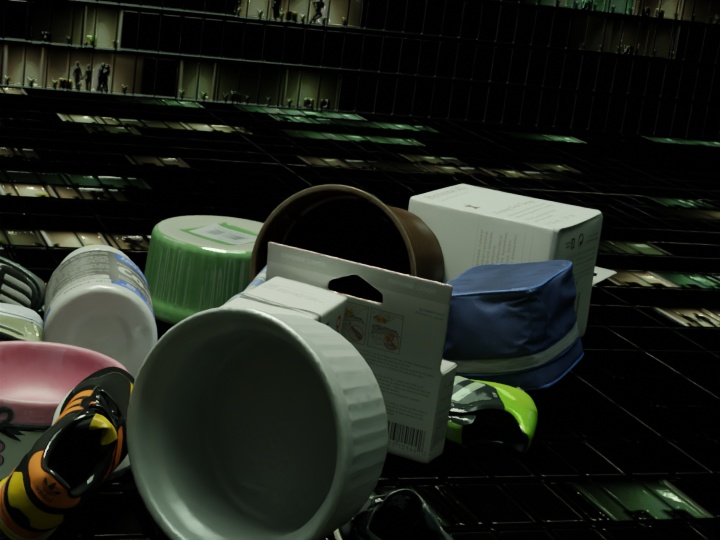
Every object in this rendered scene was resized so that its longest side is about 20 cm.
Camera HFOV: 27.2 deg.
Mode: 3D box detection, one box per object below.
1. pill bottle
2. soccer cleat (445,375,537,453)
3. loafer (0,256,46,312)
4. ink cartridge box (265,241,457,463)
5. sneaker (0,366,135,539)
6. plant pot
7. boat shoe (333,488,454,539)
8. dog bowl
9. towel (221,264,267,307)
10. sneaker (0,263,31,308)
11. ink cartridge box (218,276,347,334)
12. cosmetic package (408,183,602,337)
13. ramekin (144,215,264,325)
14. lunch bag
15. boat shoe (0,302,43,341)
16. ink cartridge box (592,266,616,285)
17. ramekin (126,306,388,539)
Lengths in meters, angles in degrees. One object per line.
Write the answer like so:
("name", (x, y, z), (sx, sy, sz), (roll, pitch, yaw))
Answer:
("pill bottle", (-0.272, 0.043, 1.547), (0.113, 0.115, 0.200), (4, 15, -12))
("soccer cleat", (0.078, 0.136, 1.476), (0.199, 0.068, 0.081), (9, 27, 3))
("loafer", (-0.442, 0.009, 1.691), (0.199, 0.072, 0.063), (8, 8, 11))
("ink cartridge box", (-0.004, 0.074, 1.434), (0.199, 0.177, 0.045), (14, 15, 23))
("sneaker", (-0.210, 0.133, 1.171), (0.070, 0.090, 0.200), (46, 35, -9))
("plant pot", (0.000, 0.000, 1.733), (0.199, 0.202, 0.198), (12, 8, 18))
("boat shoe", (0.033, 0.206, 1.160), (0.074, 0.067, 0.199), (3, 15, -18))
("dog bowl", (-0.288, 0.121, 1.313), (0.199, 0.074, 0.200), (8, 14, -2))
("towel", (-0.140, 0.064, 1.487), (0.024, 0.147, 0.200), (34, 12, -2))
("sneaker", (-0.456, 0.010, 1.572), (0.115, 0.076, 0.200), (-21, -46, 37))
("ink cartridge box", (-0.089, 0.101, 1.343), (0.084, 0.147, 0.200), (14, 16, 14))
("cosmetic package", (0.173, -0.003, 1.858), (0.199, 0.167, 0.167), (13, 15, 26))
("ramekin", (-0.167, 0.000, 1.802), (0.199, 0.098, 0.200), (7, 14, -2))
("lunch bag", (0.167, 0.069, 1.652), (0.135, 0.133, 0.200), (-3, 9, 26))
("boat shoe", (-0.416, 0.059, 1.501), (0.199, 0.072, 0.062), (4, 20, -17))
("ink cartridge box", (0.231, 0.018, 2.006), (0.199, 0.068, 0.116), (14, 16, 25))
("ramekin", (-0.075, 0.127, 1.164), (0.199, 0.202, 0.098), (15, 9, 28))
